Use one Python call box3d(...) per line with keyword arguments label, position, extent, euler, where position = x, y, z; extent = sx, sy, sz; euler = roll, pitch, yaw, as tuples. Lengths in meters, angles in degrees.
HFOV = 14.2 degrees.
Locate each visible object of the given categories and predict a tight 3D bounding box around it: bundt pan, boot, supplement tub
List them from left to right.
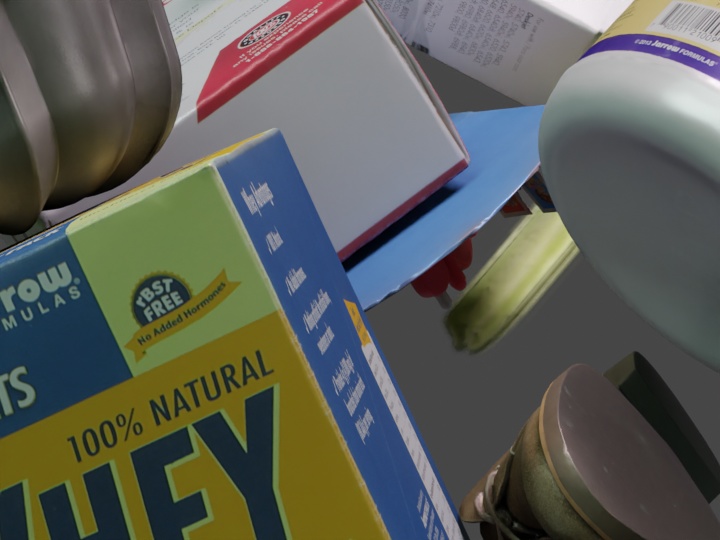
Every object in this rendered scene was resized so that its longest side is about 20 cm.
box3d(label="bundt pan", position=(-0.143, -0.036, 0.909), extent=(0.202, 0.076, 0.202), euler=(-25, 4, 2))
box3d(label="boot", position=(0.068, 0.074, 0.908), extent=(0.075, 0.074, 0.200), euler=(-34, -5, 9))
box3d(label="supplement tub", position=(0.173, -0.071, 0.985), extent=(0.145, 0.145, 0.200), euler=(22, 60, 45))

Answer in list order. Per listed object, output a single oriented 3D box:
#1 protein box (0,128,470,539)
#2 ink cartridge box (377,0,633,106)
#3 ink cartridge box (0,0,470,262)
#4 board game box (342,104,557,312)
box3d(label="protein box", position=(-0.050, 0.078, 0.867), extent=(0.135, 0.200, 0.199), euler=(-25, 4, 6))
box3d(label="ink cartridge box", position=(0.057, -0.143, 1.166), extent=(0.200, 0.068, 0.116), euler=(28, 57, 2))
box3d(label="ink cartridge box", position=(-0.065, -0.044, 1.118), extent=(0.146, 0.083, 0.200), euler=(-37, 18, -9))
box3d(label="board game box", position=(0.000, 0.000, 1.098), extent=(0.158, 0.039, 0.200), euler=(-41, 19, -24))
